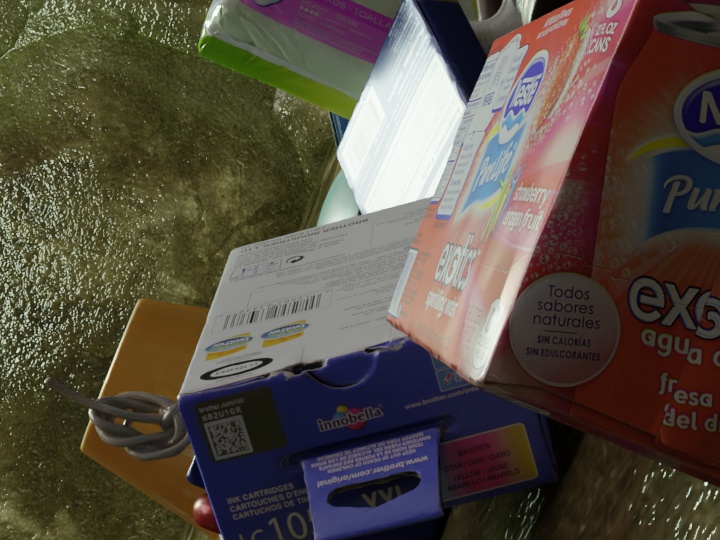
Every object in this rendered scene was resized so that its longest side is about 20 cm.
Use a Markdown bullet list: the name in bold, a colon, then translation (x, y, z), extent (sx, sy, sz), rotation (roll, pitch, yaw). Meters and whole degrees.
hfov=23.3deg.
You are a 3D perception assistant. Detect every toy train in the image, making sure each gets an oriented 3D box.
- **toy train**: translation (-0.058, 0.091, 0.873), extent (0.116, 0.198, 0.085), rotation (117, 174, -80)

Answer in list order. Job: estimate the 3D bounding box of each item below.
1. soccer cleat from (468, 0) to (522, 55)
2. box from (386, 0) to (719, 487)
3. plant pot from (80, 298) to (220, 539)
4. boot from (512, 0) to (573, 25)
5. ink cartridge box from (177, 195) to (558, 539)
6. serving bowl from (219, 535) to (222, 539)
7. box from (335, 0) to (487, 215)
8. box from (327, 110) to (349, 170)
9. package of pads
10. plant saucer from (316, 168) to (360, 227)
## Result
- **soccer cleat**: translation (0.103, -0.198, 0.976), extent (0.070, 0.086, 0.202), rotation (130, 161, -73)
- **box**: translation (0.075, -0.008, 0.469), extent (0.200, 0.095, 0.101), rotation (-157, 88, -84)
- **plant pot**: translation (-0.108, 0.113, 1.336), extent (0.200, 0.182, 0.202), rotation (-158, 90, -84)
- **boot**: translation (0.109, -0.198, 0.749), extent (0.201, 0.073, 0.151), rotation (-64, 25, 17)
- **ink cartridge box**: translation (0.005, 0.040, 0.709), extent (0.200, 0.135, 0.077), rotation (-80, -26, -71)
- **serving bowl**: translation (-0.059, 0.108, 1.098), extent (0.200, 0.065, 0.203), rotation (0, -90, -83)
- **box**: translation (0.046, -0.035, 0.894), extent (0.122, 0.032, 0.201), rotation (-63, 35, 40)
- **box**: translation (0.042, -0.148, 1.182), extent (0.201, 0.040, 0.138), rotation (-60, -25, -31)
- **package of pads**: translation (0.023, -0.162, 1.025), extent (0.068, 0.198, 0.156), rotation (126, 166, -61)
- **plant saucer**: translation (0.000, 0.000, 1.083), extent (0.201, 0.038, 0.203), rotation (8, -90, -76)
